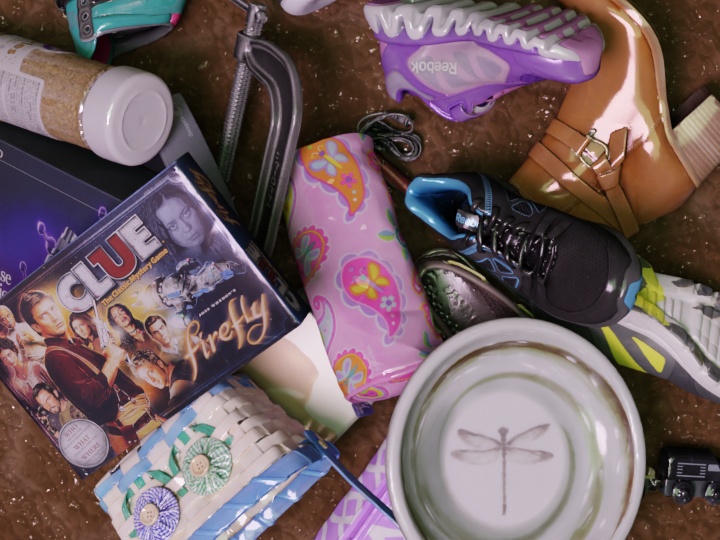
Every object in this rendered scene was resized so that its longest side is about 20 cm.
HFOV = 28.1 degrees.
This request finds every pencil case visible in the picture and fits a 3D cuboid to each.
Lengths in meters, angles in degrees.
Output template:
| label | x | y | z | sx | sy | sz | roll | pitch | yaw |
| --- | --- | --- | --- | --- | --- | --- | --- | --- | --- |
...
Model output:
| label | x | y | z | sx | sy | sz | roll | pitch | yaw |
| --- | --- | --- | --- | --- | --- | --- | --- | --- | --- |
| pencil case | 0.031 | 0.170 | 1.114 | 0.084 | 0.085 | 0.200 | 38 | 99 | 37 |
| pencil case | 0.000 | 0.000 | 1.062 | 0.087 | 0.087 | 0.201 | -23 | 75 | 10 |

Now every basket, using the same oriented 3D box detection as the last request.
| label | x | y | z | sx | sy | sz | roll | pitch | yaw |
| --- | --- | --- | --- | --- | --- | --- | --- | --- | --- |
| basket | -0.082 | 0.186 | 1.031 | 0.200 | 0.139 | 0.176 | 45 | 99 | 9 |

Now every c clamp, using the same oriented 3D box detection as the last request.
| label | x | y | z | sx | sy | sz | roll | pitch | yaw |
| --- | --- | --- | --- | --- | --- | --- | --- | --- | --- |
| c clamp | -0.086 | -0.104 | 1.090 | 0.027 | 0.171 | 0.201 | 0 | 111 | -31 |

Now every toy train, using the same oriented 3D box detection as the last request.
| label | x | y | z | sx | sy | sz | roll | pitch | yaw |
| --- | --- | --- | --- | --- | --- | --- | --- | --- | --- |
| toy train | 0.188 | 0.150 | 1.090 | 0.199 | 0.034 | 0.046 | 4 | 95 | -12 |

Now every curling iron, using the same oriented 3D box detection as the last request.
| label | x | y | z | sx | sy | sz | roll | pitch | yaw |
| --- | --- | --- | --- | --- | --- | --- | --- | --- | --- |
| curling iron | 0.071 | -0.046 | 1.112 | 0.050 | 0.026 | 0.200 | -41 | 91 | 15 |

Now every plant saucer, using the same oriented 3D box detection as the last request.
| label | x | y | z | sx | sy | sz | roll | pitch | yaw |
| --- | --- | --- | --- | --- | --- | --- | --- | --- | --- |
| plant saucer | 0.105 | 0.135 | 1.027 | 0.199 | 0.050 | 0.201 | 2 | 84 | -18 |

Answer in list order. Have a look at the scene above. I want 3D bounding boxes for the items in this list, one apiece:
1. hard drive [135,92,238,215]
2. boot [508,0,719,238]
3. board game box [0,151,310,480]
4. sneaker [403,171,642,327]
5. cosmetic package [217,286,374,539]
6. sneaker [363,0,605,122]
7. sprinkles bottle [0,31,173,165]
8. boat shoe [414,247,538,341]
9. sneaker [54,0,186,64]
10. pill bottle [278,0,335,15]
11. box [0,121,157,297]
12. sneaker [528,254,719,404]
| label | x | y | z | sx | sy | sz | roll | pitch | yaw |
| --- | --- | --- | --- | --- | --- | --- | --- | --- | --- |
| hard drive | -0.147 | -0.017 | 1.092 | 0.135 | 0.042 | 0.201 | -31 | 78 | 39 |
| boot | 0.168 | -0.119 | 1.075 | 0.155 | 0.077 | 0.200 | -41 | 98 | 14 |
| board game box | -0.153 | 0.033 | 0.971 | 0.200 | 0.035 | 0.136 | -36 | 97 | 17 |
| sneaker | 0.109 | -0.016 | 1.008 | 0.200 | 0.082 | 0.074 | 30 | 105 | 47 |
| cosmetic package | -0.077 | 0.119 | 1.129 | 0.105 | 0.071 | 0.200 | 42 | 100 | 0 |
| sneaker | 0.089 | -0.149 | 1.049 | 0.200 | 0.080 | 0.089 | 16 | 115 | 40 |
| sprinkles bottle | -0.231 | -0.133 | 1.068 | 0.199 | 0.068 | 0.069 | 19 | 100 | 32 |
| boat shoe | 0.115 | 0.062 | 1.102 | 0.200 | 0.060 | 0.072 | 45 | 98 | 0 |
| sneaker | -0.223 | -0.213 | 1.106 | 0.199 | 0.084 | 0.121 | 2 | 88 | 6 |
| pill bottle | -0.056 | -0.298 | 1.054 | 0.112 | 0.112 | 0.200 | -30 | 92 | 10 |
| box | -0.214 | -0.017 | 1.073 | 0.200 | 0.079 | 0.142 | 25 | 110 | 36 |
| sneaker | 0.215 | 0.042 | 1.089 | 0.200 | 0.085 | 0.075 | 34 | 56 | -13 |
